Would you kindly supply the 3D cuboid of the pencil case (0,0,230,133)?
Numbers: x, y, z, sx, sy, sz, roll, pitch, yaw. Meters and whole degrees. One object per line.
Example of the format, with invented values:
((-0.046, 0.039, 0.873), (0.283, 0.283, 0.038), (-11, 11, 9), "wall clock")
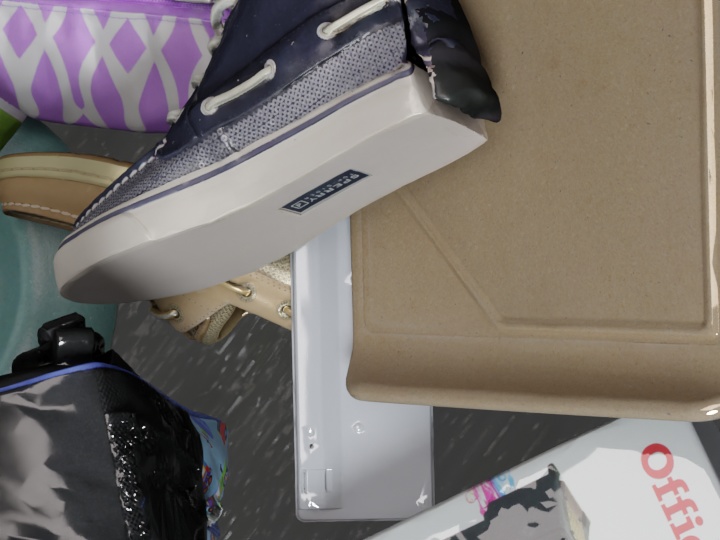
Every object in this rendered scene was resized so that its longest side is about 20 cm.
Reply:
((-0.117, -0.104, 1.033), (0.199, 0.085, 0.084), (6, 79, 17), "pencil case")

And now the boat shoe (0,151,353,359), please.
((-0.063, -0.002, 1.003), (0.199, 0.071, 0.065), (15, 89, 12), "boat shoe")

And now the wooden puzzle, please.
((0.070, -0.048, 0.900), (0.184, 0.037, 0.201), (1, 89, 41), "wooden puzzle")

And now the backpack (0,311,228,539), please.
((-0.135, 0.111, 0.937), (0.182, 0.200, 0.135), (-16, 76, 11), "backpack")

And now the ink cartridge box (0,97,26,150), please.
((-0.247, -0.024, 0.984), (0.076, 0.148, 0.200), (40, 91, 19), "ink cartridge box")

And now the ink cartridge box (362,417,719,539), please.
((0.070, 0.154, 0.935), (0.199, 0.083, 0.146), (-27, 74, 9), "ink cartridge box")

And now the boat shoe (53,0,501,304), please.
((-0.041, -0.061, 0.928), (0.199, 0.075, 0.093), (-24, 68, 25), "boat shoe")

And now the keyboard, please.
((0.000, 0.000, 0.966), (0.056, 0.011, 0.201), (-1, 92, -3), "keyboard")

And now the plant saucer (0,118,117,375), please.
((-0.205, 0.011, 1.062), (0.199, 0.036, 0.201), (-3, 79, 15), "plant saucer")
